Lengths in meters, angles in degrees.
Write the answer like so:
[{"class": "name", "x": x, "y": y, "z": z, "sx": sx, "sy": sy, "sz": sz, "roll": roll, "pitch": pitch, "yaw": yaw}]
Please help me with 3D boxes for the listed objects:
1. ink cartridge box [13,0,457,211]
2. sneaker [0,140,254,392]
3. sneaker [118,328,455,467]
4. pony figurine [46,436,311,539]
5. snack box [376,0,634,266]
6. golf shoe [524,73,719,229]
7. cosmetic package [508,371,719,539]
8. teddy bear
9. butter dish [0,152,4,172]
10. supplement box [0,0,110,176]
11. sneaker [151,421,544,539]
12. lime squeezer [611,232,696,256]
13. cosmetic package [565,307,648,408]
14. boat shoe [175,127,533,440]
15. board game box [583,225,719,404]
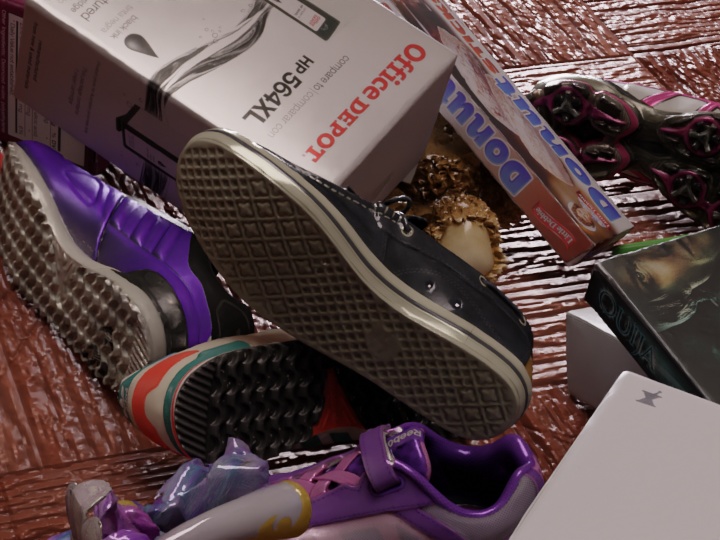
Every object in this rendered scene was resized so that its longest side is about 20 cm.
[{"class": "ink cartridge box", "x": -0.068, "y": -0.108, "z": 1.085, "sx": 0.199, "sy": 0.085, "sz": 0.146, "roll": 33, "pitch": 51, "yaw": 10}, {"class": "sneaker", "x": -0.125, "y": -0.006, "z": 1.073, "sx": 0.099, "sy": 0.070, "sz": 0.200, "roll": -10, "pitch": 41, "yaw": -34}, {"class": "sneaker", "x": -0.030, "y": 0.055, "z": 0.988, "sx": 0.199, "sy": 0.071, "sz": 0.093, "roll": -7, "pitch": 9, "yaw": -38}, {"class": "pony figurine", "x": -0.112, "y": 0.134, "z": 0.751, "sx": 0.199, "sy": 0.195, "sz": 0.166, "roll": -14, "pitch": 29, "yaw": -41}, {"class": "snack box", "x": 0.079, "y": -0.090, "z": 1.157, "sx": 0.200, "sy": 0.024, "sz": 0.072, "roll": 51, "pitch": 26, "yaw": 10}, {"class": "golf shoe", "x": 0.197, "y": -0.079, "z": 1.214, "sx": 0.199, "sy": 0.073, "sz": 0.092, "roll": 22, "pitch": 23, "yaw": 10}, {"class": "cosmetic package", "x": 0.152, "y": 0.176, "z": 0.722, "sx": 0.198, "sy": 0.201, "sz": 0.123, "roll": 20, "pitch": 36, "yaw": 20}, {"class": "teddy bear", "x": 0.032, "y": -0.055, "z": 1.175, "sx": 0.144, "sy": 0.067, "sz": 0.201, "roll": -10, "pitch": 44, "yaw": -14}, {"class": "butter dish", "x": -0.322, "y": -0.107, "z": 1.111, "sx": 0.199, "sy": 0.149, "sz": 0.199, "roll": 33, "pitch": 42, "yaw": 32}, {"class": "supplement box", "x": -0.209, "y": -0.158, "z": 1.242, "sx": 0.199, "sy": 0.104, "sz": 0.131, "roll": 22, "pitch": 37, "yaw": 22}, {"class": "sneaker", "x": -0.001, "y": 0.108, "z": 0.899, "sx": 0.198, "sy": 0.089, "sz": 0.081, "roll": 1, "pitch": 36, "yaw": -5}, {"class": "lime squeezer", "x": 0.239, "y": -0.022, "z": 1.113, "sx": 0.198, "sy": 0.038, "sz": 0.071, "roll": -4, "pitch": 10, "yaw": 13}, {"class": "cosmetic package", "x": 0.228, "y": 0.046, "z": 1.017, "sx": 0.198, "sy": 0.052, "sz": 0.151, "roll": -9, "pitch": 14, "yaw": -20}, {"class": "boat shoe", "x": 0.000, "y": 0.000, "z": 0.921, "sx": 0.199, "sy": 0.075, "sz": 0.062, "roll": 36, "pitch": 40, "yaw": -3}, {"class": "board game box", "x": 0.211, "y": 0.055, "z": 0.899, "sx": 0.134, "sy": 0.028, "sz": 0.200, "roll": -15, "pitch": 50, "yaw": -26}]
